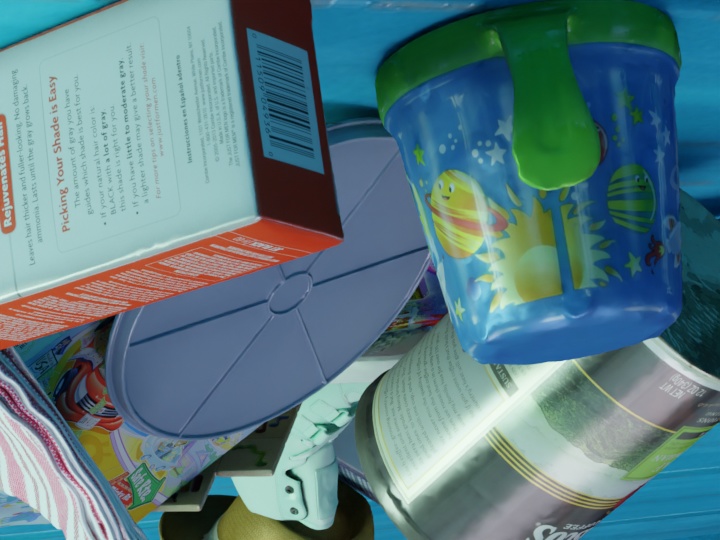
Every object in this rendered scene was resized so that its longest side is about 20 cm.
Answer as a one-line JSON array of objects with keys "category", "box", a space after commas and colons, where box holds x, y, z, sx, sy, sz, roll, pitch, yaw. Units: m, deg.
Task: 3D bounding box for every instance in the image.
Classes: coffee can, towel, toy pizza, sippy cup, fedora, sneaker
[{"category": "coffee can", "box": [0.111, 0.060, 1.072, 0.146, 0.147, 0.200, 4, 140, -44]}, {"category": "towel", "box": [-0.183, 0.065, 0.932, 0.030, 0.147, 0.199, -41, -147, -19]}, {"category": "toy pizza", "box": [-0.042, 0.002, 0.950, 0.199, 0.032, 0.201, -30, 148, -21]}, {"category": "sippy cup", "box": [0.081, -0.031, 0.844, 0.139, 0.132, 0.177, -20, 162, 36]}, {"category": "fedora", "box": [-0.044, 0.192, 1.372, 0.200, 0.200, 0.082, 9, 117, -52]}, {"category": "sneaker", "box": [-0.013, 0.102, 1.259, 0.199, 0.119, 0.074, -14, -168, 41]}]

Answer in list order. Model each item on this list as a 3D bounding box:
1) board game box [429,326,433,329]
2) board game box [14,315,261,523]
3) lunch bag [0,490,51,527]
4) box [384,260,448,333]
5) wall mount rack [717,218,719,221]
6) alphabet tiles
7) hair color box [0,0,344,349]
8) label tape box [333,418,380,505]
[{"category": "board game box", "box": [0.114, 0.051, 1.378, 0.198, 0.047, 0.151, -9, 167, 0]}, {"category": "board game box", "box": [-0.109, 0.050, 0.997, 0.134, 0.034, 0.201, -38, 152, -16]}, {"category": "lunch bag", "box": [-0.191, 0.121, 1.315, 0.159, 0.083, 0.200, -4, 166, -10]}, {"category": "box", "box": [0.000, 0.000, 1.113, 0.135, 0.040, 0.200, -8, 166, -3]}, {"category": "wall mount rack", "box": [0.201, 0.006, 1.215, 0.198, 0.075, 0.174, -7, -159, -2]}, {"category": "alphabet tiles", "box": [-0.116, 0.085, 1.162, 0.165, 0.006, 0.200, -3, -153, 13]}, {"category": "hair color box", "box": [-0.109, -0.037, 0.763, 0.199, 0.103, 0.061, -16, 165, 29]}, {"category": "label tape box", "box": [0.025, 0.132, 1.389, 0.199, 0.066, 0.143, 29, 170, 11]}]
